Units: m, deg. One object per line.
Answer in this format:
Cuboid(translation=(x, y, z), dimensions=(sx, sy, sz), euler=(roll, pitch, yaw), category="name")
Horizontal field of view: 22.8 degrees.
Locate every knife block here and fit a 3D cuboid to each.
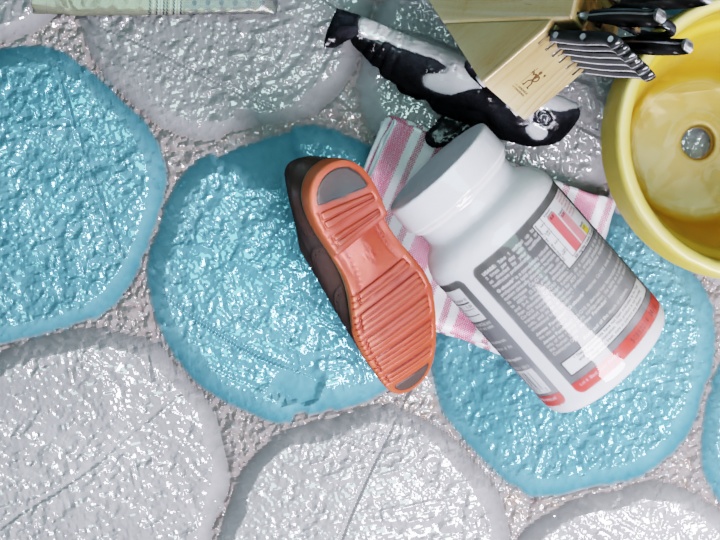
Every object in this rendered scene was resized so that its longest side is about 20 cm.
Cuboid(translation=(0.144, -0.202, 1.241), dimensions=(0.175, 0.064, 0.201), euler=(-40, 51, 14), category="knife block")

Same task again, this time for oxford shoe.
Cuboid(translation=(0.000, 0.000, 1.345), dimensions=(0.071, 0.072, 0.202), euler=(-30, 115, -22), category="oxford shoe")

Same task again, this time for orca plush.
Cuboid(translation=(0.061, -0.128, 1.343), dimensions=(0.198, 0.105, 0.072), euler=(21, 95, -14), category="orca plush")

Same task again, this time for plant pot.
Cuboid(translation=(0.267, -0.096, 1.319), dimensions=(0.198, 0.189, 0.203), euler=(0, 92, -4), category="plant pot")

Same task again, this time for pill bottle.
Cuboid(translation=(0.122, -0.003, 1.321), dimensions=(0.116, 0.116, 0.200), euler=(-42, 99, -2), category="pill bottle")

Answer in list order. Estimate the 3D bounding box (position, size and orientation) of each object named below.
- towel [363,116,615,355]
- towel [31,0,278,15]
Cuboid(translation=(0.086, -0.020, 1.388), dimensions=(0.198, 0.030, 0.148), euler=(20, 90, -5), category="towel")
Cuboid(translation=(-0.158, -0.291, 1.367), dimensions=(0.198, 0.035, 0.195), euler=(0, 94, -6), category="towel")
